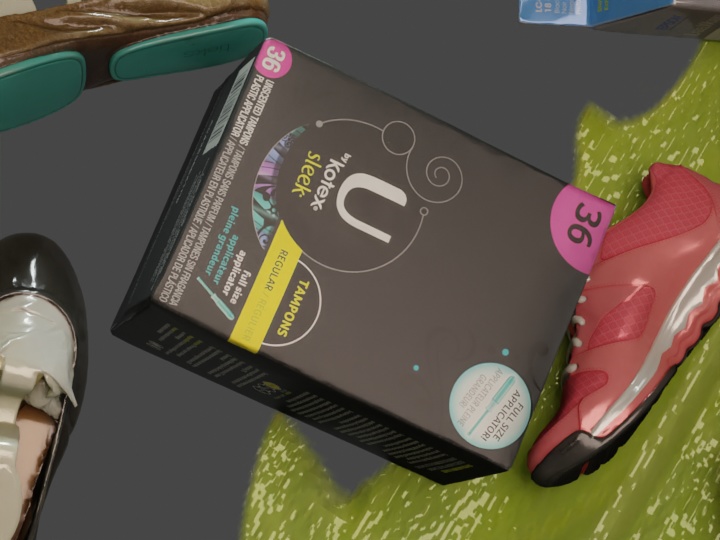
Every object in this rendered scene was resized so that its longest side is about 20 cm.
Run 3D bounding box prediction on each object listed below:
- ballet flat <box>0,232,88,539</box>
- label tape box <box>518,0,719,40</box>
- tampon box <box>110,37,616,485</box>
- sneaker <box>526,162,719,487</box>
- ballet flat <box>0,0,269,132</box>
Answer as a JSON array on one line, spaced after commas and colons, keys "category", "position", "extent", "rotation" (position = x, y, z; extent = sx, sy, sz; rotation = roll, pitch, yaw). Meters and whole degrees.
[{"category": "ballet flat", "position": [-0.172, 0.076, 1.444], "extent": [0.068, 0.068, 0.201], "rotation": [9, 79, -12]}, {"category": "label tape box", "position": [0.190, -0.202, 1.577], "extent": [0.199, 0.063, 0.145], "rotation": [3, 81, -14]}, {"category": "tampon box", "position": [0.000, 0.000, 1.467], "extent": [0.200, 0.126, 0.150], "rotation": [25, 77, -10]}, {"category": "sneaker", "position": [0.135, 0.027, 1.537], "extent": [0.087, 0.074, 0.200], "rotation": [36, 71, 8]}, {"category": "ballet flat", "position": [-0.146, -0.125, 1.488], "extent": [0.199, 0.068, 0.072], "rotation": [-19, 66, -16]}]
